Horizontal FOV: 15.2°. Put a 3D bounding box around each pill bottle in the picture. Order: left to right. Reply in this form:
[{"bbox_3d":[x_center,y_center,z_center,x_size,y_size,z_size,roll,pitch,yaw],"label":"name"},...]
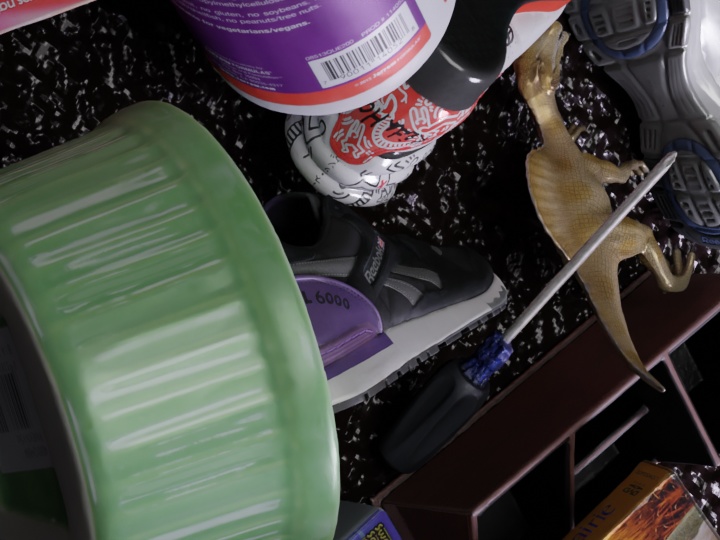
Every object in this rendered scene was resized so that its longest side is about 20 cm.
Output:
[{"bbox_3d":[-0.038,-0.151,1.039,0.113,0.112,0.200,-62,153,-17],"label":"pill bottle"}]

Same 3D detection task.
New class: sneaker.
[{"bbox_3d":[0.000,0.000,1.156,0.088,0.076,0.200,66,25,-3],"label":"sneaker"},{"bbox_3d":[0.029,-0.098,1.217,0.067,0.108,0.201,44,30,-4],"label":"sneaker"},{"bbox_3d":[0.160,-0.112,1.309,0.087,0.074,0.201,-40,118,-39],"label":"sneaker"}]

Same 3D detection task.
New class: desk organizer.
[{"bbox_3d":[0.110,0.080,1.260,0.200,0.077,0.072,-38,109,-27],"label":"desk organizer"}]

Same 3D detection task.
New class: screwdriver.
[{"bbox_3d":[0.072,0.019,1.194,0.029,0.200,0.028,-1,47,-50],"label":"screwdriver"}]

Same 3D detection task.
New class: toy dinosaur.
[{"bbox_3d":[0.107,-0.014,1.247,0.101,0.058,0.201,25,43,-53],"label":"toy dinosaur"}]

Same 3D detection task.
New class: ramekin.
[{"bbox_3d":[-0.098,0.042,1.060,0.097,0.200,0.201,-19,100,-24],"label":"ramekin"}]

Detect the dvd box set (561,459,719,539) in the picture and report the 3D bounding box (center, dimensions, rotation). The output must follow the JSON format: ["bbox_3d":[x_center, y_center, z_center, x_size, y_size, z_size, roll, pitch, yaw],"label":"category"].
[{"bbox_3d":[0.101,0.205,1.208,0.200,0.029,0.147,-41,110,-15],"label":"dvd box set"}]

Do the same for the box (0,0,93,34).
[{"bbox_3d":[-0.197,-0.118,0.997,0.199,0.103,0.095,-20,104,-1],"label":"box"}]

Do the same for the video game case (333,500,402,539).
[{"bbox_3d":[-0.016,0.236,1.197,0.181,0.045,0.200,-39,110,-26],"label":"video game case"}]
